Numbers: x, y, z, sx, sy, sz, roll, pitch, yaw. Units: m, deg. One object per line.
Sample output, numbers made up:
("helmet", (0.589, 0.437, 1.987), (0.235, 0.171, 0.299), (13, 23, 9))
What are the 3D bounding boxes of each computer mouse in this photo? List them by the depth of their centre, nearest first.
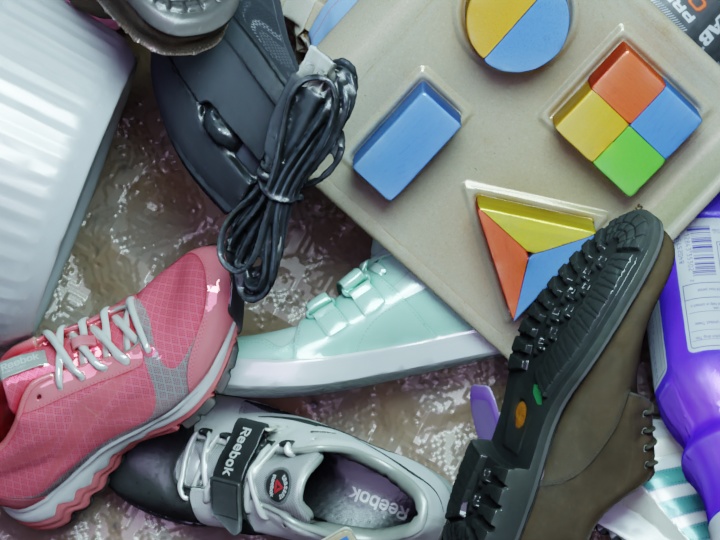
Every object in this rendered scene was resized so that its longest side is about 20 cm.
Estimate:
("computer mouse", (-0.067, -0.094, 1.390), (0.052, 0.201, 0.139), (10, 123, -25))

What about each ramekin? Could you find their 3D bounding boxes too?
("ramekin", (-0.186, -0.054, 1.442), (0.094, 0.202, 0.204), (21, 83, -3))

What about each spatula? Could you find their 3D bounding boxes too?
("spatula", (0.069, 0.160, 1.449), (0.020, 0.057, 0.202), (0, 90, -12))

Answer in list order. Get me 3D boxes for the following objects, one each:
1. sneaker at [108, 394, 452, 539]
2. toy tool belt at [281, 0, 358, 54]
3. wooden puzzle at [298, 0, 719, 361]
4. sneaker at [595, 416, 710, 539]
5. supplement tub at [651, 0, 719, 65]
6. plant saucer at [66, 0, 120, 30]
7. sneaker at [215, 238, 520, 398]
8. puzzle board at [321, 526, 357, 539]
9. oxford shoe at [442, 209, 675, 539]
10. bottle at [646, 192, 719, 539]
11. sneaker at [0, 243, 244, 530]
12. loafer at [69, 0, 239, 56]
("sneaker", (-0.047, 0.105, 1.452), (0.198, 0.089, 0.075), (10, 83, 8))
("toy tool belt", (-0.003, -0.154, 1.486), (0.200, 0.125, 0.123), (-41, 59, 13))
("wooden puzzle", (0.076, -0.072, 1.393), (0.200, 0.046, 0.185), (42, 102, -5))
("sneaker", (0.180, 0.114, 1.435), (0.199, 0.070, 0.094), (29, 89, 13))
("supplement tub", (0.153, -0.136, 1.463), (0.107, 0.107, 0.200), (42, 85, 11))
("plant saucer", (-0.169, -0.226, 1.504), (0.199, 0.051, 0.202), (6, 110, 18))
("sneaker", (0.000, 0.000, 1.470), (0.199, 0.074, 0.119), (-12, 86, -7))
("puzzle board", (-0.055, 0.242, 1.433), (0.199, 0.017, 0.151), (-30, 104, 2))
("oxford shoe", (0.116, 0.065, 1.385), (0.084, 0.073, 0.201), (18, 106, -21))
("bottle", (0.190, 0.054, 1.402), (0.083, 0.065, 0.201), (6, 54, -13))
("sneaker", (-0.140, 0.057, 1.429), (0.200, 0.087, 0.074), (-45, 43, 21))
("loafer", (-0.114, -0.157, 1.402), (0.072, 0.071, 0.200), (-9, 36, -21))
